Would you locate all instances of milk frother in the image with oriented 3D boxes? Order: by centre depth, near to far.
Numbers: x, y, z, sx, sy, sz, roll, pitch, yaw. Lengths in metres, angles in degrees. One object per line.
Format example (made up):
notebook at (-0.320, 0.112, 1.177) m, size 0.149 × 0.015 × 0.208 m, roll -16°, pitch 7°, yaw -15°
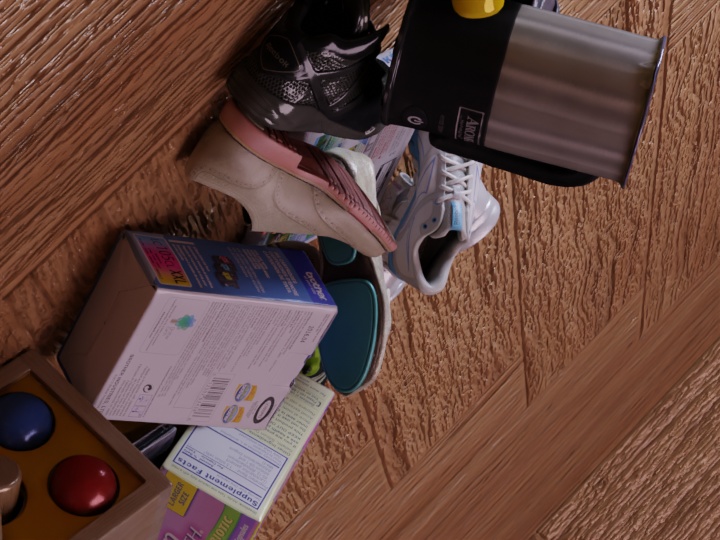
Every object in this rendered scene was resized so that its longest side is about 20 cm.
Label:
milk frother at (0.131, -0.174, 1.558) m, size 0.181 × 0.188 × 0.200 m, roll 73°, pitch 33°, yaw -82°

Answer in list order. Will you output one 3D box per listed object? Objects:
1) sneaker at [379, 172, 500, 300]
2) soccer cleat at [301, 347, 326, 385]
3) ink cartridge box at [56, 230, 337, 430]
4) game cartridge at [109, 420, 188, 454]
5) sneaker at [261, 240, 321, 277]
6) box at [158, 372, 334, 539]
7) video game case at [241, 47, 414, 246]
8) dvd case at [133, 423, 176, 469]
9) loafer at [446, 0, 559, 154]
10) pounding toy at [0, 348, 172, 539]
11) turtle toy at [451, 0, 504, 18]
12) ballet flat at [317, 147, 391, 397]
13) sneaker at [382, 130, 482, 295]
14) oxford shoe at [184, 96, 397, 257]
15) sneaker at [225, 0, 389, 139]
sneaker at (0.026, -0.034, 1.917) m, size 0.200 × 0.075 × 0.100 m, roll -35°, pitch 124°, yaw -4°
soccer cleat at (-0.052, 0.073, 1.947) m, size 0.081 × 0.067 × 0.200 m, roll -50°, pitch 171°, yaw -25°
ink cartridge box at (-0.112, 0.050, 1.603) m, size 0.200 × 0.076 × 0.137 m, roll 8°, pitch 127°, yaw -36°
game cartridge at (-0.230, 0.195, 1.830) m, size 0.176 × 0.032 × 0.200 m, roll -21°, pitch 145°, yaw -55°
sneaker at (-0.105, 0.054, 1.744) m, size 0.200 × 0.070 × 0.109 m, roll -37°, pitch 158°, yaw 1°
box at (-0.125, 0.197, 1.849) m, size 0.176 × 0.097 × 0.200 m, roll -62°, pitch 177°, yaw 36°
video game case at (-0.013, -0.100, 1.740) m, size 0.182 × 0.022 × 0.200 m, roll -30°, pitch 155°, yaw -44°
dvd case at (-0.243, 0.216, 1.747) m, size 0.200 × 0.016 × 0.149 m, roll -34°, pitch 161°, yaw -34°
loafer at (0.109, -0.185, 1.754) m, size 0.200 × 0.072 × 0.063 m, roll -59°, pitch 155°, yaw -33°
pounding toy at (-0.251, 0.179, 1.490) m, size 0.200 × 0.184 × 0.142 m, roll -35°, pitch 158°, yaw -35°
turtle toy at (0.060, -0.255, 1.457) m, size 0.200 × 0.101 × 0.146 m, roll -32°, pitch 126°, yaw -42°
ballet flat at (0.000, 0.000, 1.679) m, size 0.062 × 0.067 × 0.200 m, roll -10°, pitch 97°, yaw -55°
sneaker at (0.079, -0.070, 1.829) m, size 0.075 × 0.087 × 0.200 m, roll 5°, pitch 110°, yaw -21°
oxford shoe at (-0.052, -0.057, 1.583) m, size 0.074 × 0.071 × 0.200 m, roll -45°, pitch 127°, yaw 12°
sneaker at (-0.007, -0.159, 1.544) m, size 0.114 × 0.076 × 0.199 m, roll -49°, pitch 158°, yaw 21°
